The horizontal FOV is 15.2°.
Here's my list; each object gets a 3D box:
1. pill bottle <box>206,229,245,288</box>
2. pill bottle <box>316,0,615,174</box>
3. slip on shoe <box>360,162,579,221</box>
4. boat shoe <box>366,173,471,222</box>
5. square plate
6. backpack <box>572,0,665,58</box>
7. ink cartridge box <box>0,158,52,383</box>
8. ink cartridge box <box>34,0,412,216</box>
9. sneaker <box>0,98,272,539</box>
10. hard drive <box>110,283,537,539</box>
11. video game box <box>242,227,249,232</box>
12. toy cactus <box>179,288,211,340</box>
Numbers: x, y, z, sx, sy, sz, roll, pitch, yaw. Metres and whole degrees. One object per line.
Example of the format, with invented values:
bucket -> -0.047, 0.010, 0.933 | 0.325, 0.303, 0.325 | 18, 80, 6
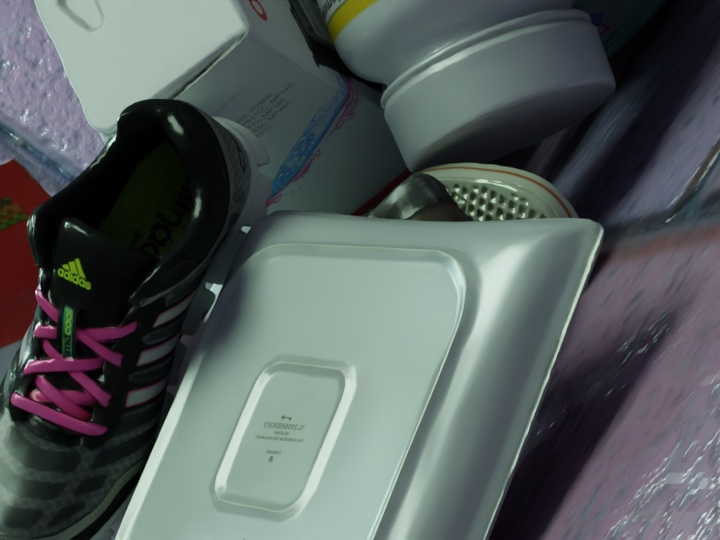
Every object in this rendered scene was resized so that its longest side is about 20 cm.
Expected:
pill bottle -> -0.099, 0.046, 1.523 | 0.200, 0.116, 0.116 | -46, 11, 45
pill bottle -> 0.028, -0.150, 1.139 | 0.114, 0.201, 0.114 | -21, -10, -4
slip on shoe -> 0.046, -0.011, 1.143 | 0.061, 0.074, 0.200 | -25, 2, -23
boat shoe -> 0.004, 0.025, 1.113 | 0.073, 0.065, 0.200 | -8, -22, -32
square plate -> -0.019, 0.064, 0.959 | 0.200, 0.028, 0.199 | 3, 66, 53
backpack -> 0.087, -0.190, 1.269 | 0.176, 0.153, 0.201 | -41, 43, 50
ink cartridge box -> -0.156, 0.057, 1.136 | 0.162, 0.200, 0.050 | -22, 45, 17
ink cartridge box -> -0.053, -0.102, 1.192 | 0.085, 0.148, 0.200 | -36, -29, 15
sneaker -> -0.102, 0.018, 1.033 | 0.201, 0.073, 0.087 | -64, -22, -12
hard drive -> -0.025, 0.075, 1.008 | 0.132, 0.027, 0.200 | -58, 34, 0
video game box -> 0.040, -0.097, 1.418 | 0.200, 0.047, 0.182 | -41, -1, -28
toy cactus -> -0.123, 0.028, 1.274 | 0.199, 0.103, 0.165 | -20, 11, 32
